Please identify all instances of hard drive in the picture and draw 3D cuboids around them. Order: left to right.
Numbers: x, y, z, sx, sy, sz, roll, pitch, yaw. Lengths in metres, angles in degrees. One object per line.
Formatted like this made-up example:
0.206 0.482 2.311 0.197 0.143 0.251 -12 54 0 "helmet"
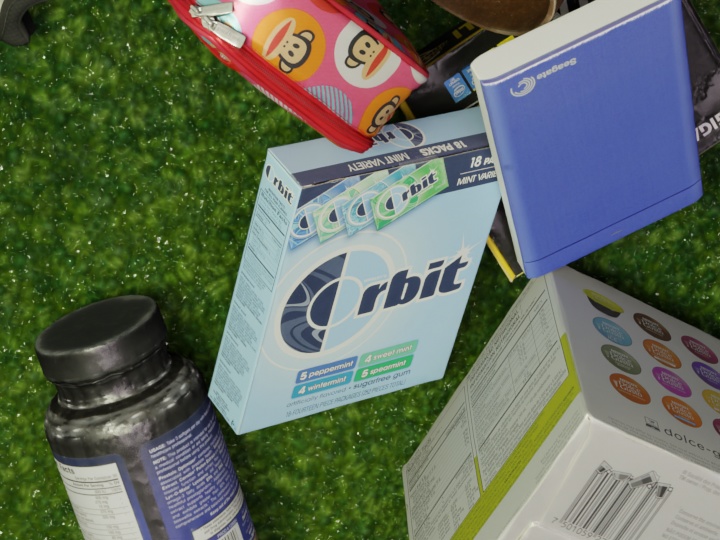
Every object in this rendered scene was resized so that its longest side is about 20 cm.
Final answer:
0.146 -0.086 1.354 0.131 0.025 0.201 -25 143 -5 "hard drive"

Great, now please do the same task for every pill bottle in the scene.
-0.143 0.124 1.433 0.111 0.112 0.202 -18 109 -3 "pill bottle"

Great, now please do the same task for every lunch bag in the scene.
-0.061 -0.166 1.297 0.176 0.200 0.082 35 99 -32 "lunch bag"

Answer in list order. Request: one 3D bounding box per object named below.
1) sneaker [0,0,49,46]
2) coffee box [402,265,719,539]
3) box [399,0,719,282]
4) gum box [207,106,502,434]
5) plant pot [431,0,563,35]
-0.179 -0.216 1.340 0.200 0.074 0.087 -43 109 11 "sneaker"
0.165 0.151 1.431 0.198 0.198 0.201 25 115 -17 "coffee box"
0.139 -0.115 1.438 0.199 0.049 0.160 -33 108 2 "box"
0.000 0.000 1.382 0.169 0.045 0.201 -14 136 -33 "gum box"
0.104 -0.280 1.317 0.200 0.187 0.187 -48 110 -16 "plant pot"
